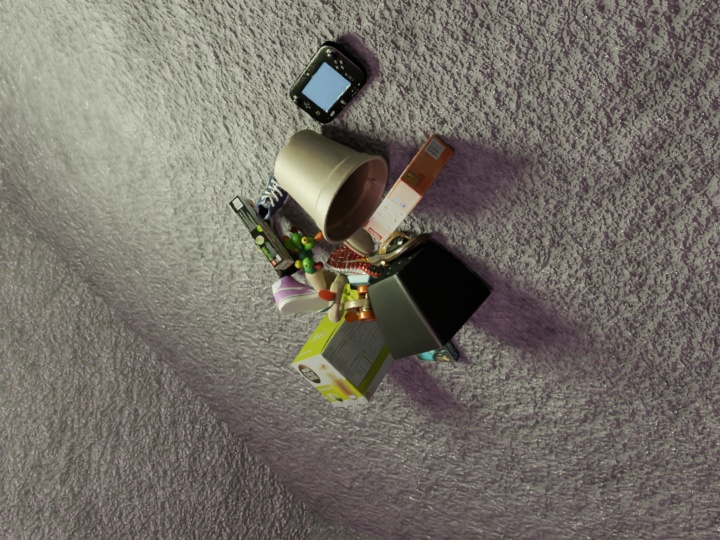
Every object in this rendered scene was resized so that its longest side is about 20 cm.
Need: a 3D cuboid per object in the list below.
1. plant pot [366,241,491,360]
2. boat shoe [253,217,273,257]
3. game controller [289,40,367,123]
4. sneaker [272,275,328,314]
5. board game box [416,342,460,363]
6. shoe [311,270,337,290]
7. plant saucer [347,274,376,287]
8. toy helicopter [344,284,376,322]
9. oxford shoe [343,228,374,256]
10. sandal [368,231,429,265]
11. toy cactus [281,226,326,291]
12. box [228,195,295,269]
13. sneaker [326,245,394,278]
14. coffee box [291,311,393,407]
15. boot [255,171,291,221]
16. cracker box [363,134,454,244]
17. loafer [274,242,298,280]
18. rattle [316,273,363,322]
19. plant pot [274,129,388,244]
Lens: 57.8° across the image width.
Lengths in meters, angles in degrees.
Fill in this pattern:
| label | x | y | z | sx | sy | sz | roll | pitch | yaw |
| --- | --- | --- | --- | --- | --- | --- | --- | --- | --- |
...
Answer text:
| label | x | y | z | sx | sy | sz | roll | pitch | yaw |
| --- | --- | --- | --- | --- | --- | --- | --- | --- | --- |
| plant pot | 0.134 | 0.057 | 1.459 | 0.179 | 0.199 | 0.199 | 53 | 147 | -8 |
| boat shoe | -0.268 | -0.089 | 1.787 | 0.071 | 0.061 | 0.203 | 23 | 146 | 23 |
| game controller | -0.063 | -0.353 | 1.244 | 0.104 | 0.042 | 0.199 | 43 | 149 | -10 |
| sneaker | -0.151 | 0.056 | 1.814 | 0.115 | 0.197 | 0.073 | 58 | 133 | 38 |
| board game box | 0.162 | 0.163 | 1.716 | 0.134 | 0.028 | 0.201 | -2 | 132 | 48 |
| shoe | -0.055 | 0.064 | 1.765 | 0.197 | 0.070 | 0.054 | 27 | 140 | 13 |
| plant saucer | 0.050 | 0.053 | 1.601 | 0.069 | 0.019 | 0.199 | -2 | 160 | 37 |
| toy helicopter | 0.047 | 0.094 | 1.584 | 0.197 | 0.081 | 0.132 | 7 | 161 | -34 |
| oxford shoe | -0.020 | -0.119 | 1.477 | 0.073 | 0.071 | 0.201 | -13 | 119 | 47 |
| sandal | 0.076 | -0.060 | 1.481 | 0.199 | 0.081 | 0.055 | -15 | 101 | 61 |
| toy cactus | -0.125 | -0.029 | 1.652 | 0.200 | 0.101 | 0.167 | 37 | 154 | 62 |
| box | -0.245 | -0.093 | 1.634 | 0.201 | 0.035 | 0.110 | 54 | -173 | 7 |
| sneaker | 0.000 | 0.000 | 1.617 | 0.197 | 0.078 | 0.083 | 17 | 146 | 30 |
| coffee box | -0.042 | 0.243 | 1.864 | 0.198 | 0.201 | 0.199 | 44 | 148 | -13 |
| boot | -0.194 | -0.189 | 1.548 | 0.072 | 0.091 | 0.200 | 36 | 149 | 1 |
| cracker box | 0.090 | -0.153 | 1.263 | 0.057 | 0.135 | 0.200 | 36 | 149 | -1 |
| loafer | -0.212 | -0.035 | 1.787 | 0.072 | 0.072 | 0.201 | 52 | 166 | 16 |
| rattle | -0.022 | 0.080 | 1.620 | 0.141 | 0.132 | 0.200 | 29 | 176 | 8 |
| plant pot | -0.071 | -0.191 | 1.351 | 0.183 | 0.200 | 0.202 | 37 | 152 | 22 |
